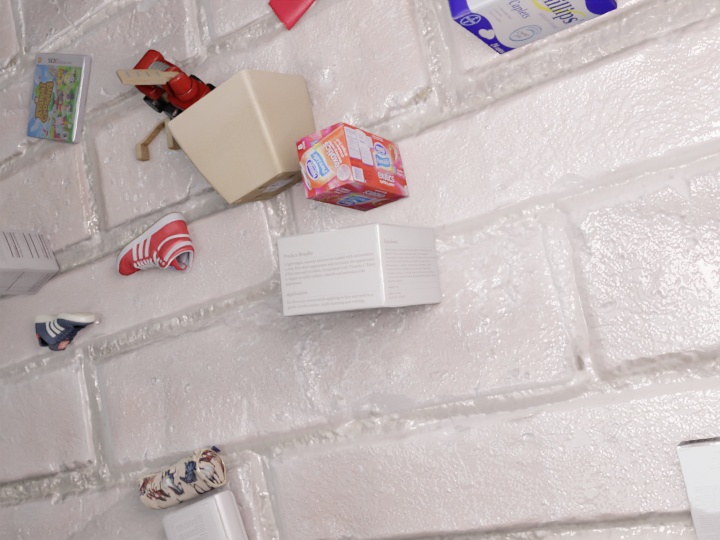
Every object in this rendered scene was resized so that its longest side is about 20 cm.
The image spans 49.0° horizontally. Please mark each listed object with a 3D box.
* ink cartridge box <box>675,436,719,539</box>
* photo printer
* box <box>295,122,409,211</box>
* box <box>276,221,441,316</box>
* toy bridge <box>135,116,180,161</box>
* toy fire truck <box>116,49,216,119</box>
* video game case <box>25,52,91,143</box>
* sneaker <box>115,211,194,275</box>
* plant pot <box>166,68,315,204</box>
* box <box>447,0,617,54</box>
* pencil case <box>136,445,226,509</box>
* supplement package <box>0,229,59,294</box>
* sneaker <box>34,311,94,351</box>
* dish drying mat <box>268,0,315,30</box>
[{"bbox_3d":[0.503,0.325,1.057,0.108,0.050,0.202,-15,82,30],"label":"ink cartridge box"},{"bbox_3d":[-0.288,0.547,1.531,0.166,0.069,0.201,-29,74,28],"label":"photo printer"},{"bbox_3d":[-0.010,-0.165,1.302,0.095,0.200,0.100,-16,80,28],"label":"box"},{"bbox_3d":[0.000,0.000,1.293,0.198,0.200,0.132,-7,87,32],"label":"box"},{"bbox_3d":[-0.391,-0.285,1.645,0.199,0.027,0.068,-13,80,30],"label":"toy bridge"},{"bbox_3d":[-0.390,-0.366,1.526,0.176,0.200,0.129,32,79,29],"label":"toy fire truck"},{"bbox_3d":[-0.709,-0.406,1.850,0.181,0.022,0.202,12,95,32],"label":"video game case"},{"bbox_3d":[-0.423,-0.020,1.632,0.200,0.071,0.113,-37,67,23],"label":"sneaker"},{"bbox_3d":[-0.191,-0.229,1.433,0.199,0.199,0.178,-25,86,28],"label":"plant pot"},{"bbox_3d":[0.249,-0.422,1.159,0.199,0.183,0.106,-16,79,31],"label":"box"},{"bbox_3d":[-0.359,0.414,1.572,0.199,0.078,0.090,-28,95,28],"label":"pencil case"},{"bbox_3d":[-0.814,-0.019,1.799,0.114,0.200,0.110,-37,71,24],"label":"supplement package"},{"bbox_3d":[-0.663,0.138,1.778,0.199,0.075,0.085,-7,83,41],"label":"sneaker"},{"bbox_3d":[-0.088,-0.546,1.471,0.200,0.018,0.077,-42,69,23],"label":"dish drying mat"}]
